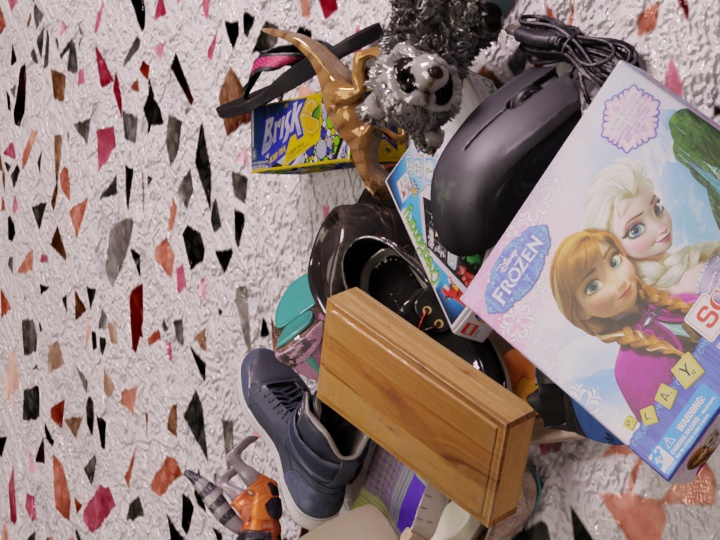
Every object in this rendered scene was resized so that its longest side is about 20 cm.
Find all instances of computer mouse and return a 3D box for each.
[{"bbox_3d":[0.109,-0.106,1.232,0.200,0.053,0.138,-58,37,2],"label":"computer mouse"}]

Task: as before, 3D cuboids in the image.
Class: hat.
[{"bbox_3d":[0.000,0.000,1.463,0.201,0.081,0.201,-18,69,60],"label":"hat"}]

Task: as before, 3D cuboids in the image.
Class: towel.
[{"bbox_3d":[0.045,0.192,1.464,0.144,0.023,0.200,52,133,46],"label":"towel"}]

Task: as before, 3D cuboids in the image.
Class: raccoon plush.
[{"bbox_3d":[0.052,-0.152,1.321,0.200,0.097,0.134,65,-135,-80],"label":"raccoon plush"}]

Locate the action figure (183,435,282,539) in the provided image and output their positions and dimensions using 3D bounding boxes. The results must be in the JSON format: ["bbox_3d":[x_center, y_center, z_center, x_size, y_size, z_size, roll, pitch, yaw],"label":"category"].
[{"bbox_3d":[-0.108,0.285,1.646,0.200,0.105,0.194,-49,57,55],"label":"action figure"}]

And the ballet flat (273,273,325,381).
[{"bbox_3d":[-0.043,0.061,1.541,0.071,0.069,0.200,54,-172,-13],"label":"ballet flat"}]

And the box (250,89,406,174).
[{"bbox_3d":[-0.034,-0.130,1.551,0.200,0.064,0.070,0,90,60],"label":"box"}]

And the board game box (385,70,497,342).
[{"bbox_3d":[0.090,-0.055,1.311,0.126,0.035,0.200,-54,35,27],"label":"board game box"}]

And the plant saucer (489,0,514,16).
[{"bbox_3d":[0.079,-0.296,1.380,0.200,0.036,0.200,4,94,61],"label":"plant saucer"}]

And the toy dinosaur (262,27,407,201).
[{"bbox_3d":[-0.012,-0.157,1.417,0.106,0.060,0.200,-32,80,23],"label":"toy dinosaur"}]

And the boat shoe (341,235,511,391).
[{"bbox_3d":[0.048,0.048,1.319,0.074,0.063,0.201,-46,51,11],"label":"boat shoe"}]

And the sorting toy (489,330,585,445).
[{"bbox_3d":[0.149,0.039,1.264,0.200,0.036,0.185,-19,75,59],"label":"sorting toy"}]

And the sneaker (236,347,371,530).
[{"bbox_3d":[-0.052,0.125,1.563,0.202,0.077,0.146,62,149,32],"label":"sneaker"}]

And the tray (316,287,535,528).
[{"bbox_3d":[0.045,0.104,1.274,0.200,0.037,0.099,33,130,36],"label":"tray"}]

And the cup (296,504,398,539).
[{"bbox_3d":[-0.035,0.320,1.434,0.200,0.143,0.200,168,90,-73],"label":"cup"}]

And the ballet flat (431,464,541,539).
[{"bbox_3d":[0.080,0.228,1.356,0.068,0.067,0.200,54,136,36],"label":"ballet flat"}]

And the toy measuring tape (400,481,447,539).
[{"bbox_3d":[0.058,0.136,1.351,0.074,0.074,0.200,-21,45,59],"label":"toy measuring tape"}]

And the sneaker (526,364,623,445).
[{"bbox_3d":[0.166,0.020,1.149,0.111,0.077,0.200,7,97,25],"label":"sneaker"}]

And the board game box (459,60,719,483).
[{"bbox_3d":[0.192,-0.001,1.067,0.199,0.041,0.200,41,107,31],"label":"board game box"}]

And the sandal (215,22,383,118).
[{"bbox_3d":[-0.063,-0.199,1.554,0.200,0.075,0.045,-25,101,37],"label":"sandal"}]
